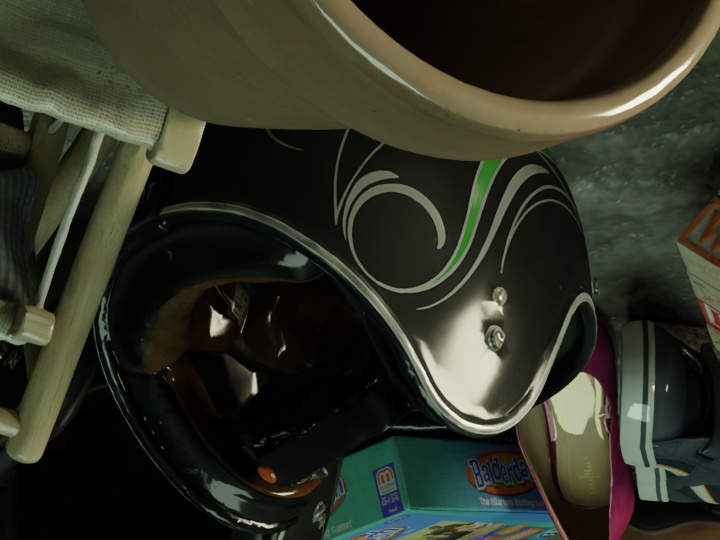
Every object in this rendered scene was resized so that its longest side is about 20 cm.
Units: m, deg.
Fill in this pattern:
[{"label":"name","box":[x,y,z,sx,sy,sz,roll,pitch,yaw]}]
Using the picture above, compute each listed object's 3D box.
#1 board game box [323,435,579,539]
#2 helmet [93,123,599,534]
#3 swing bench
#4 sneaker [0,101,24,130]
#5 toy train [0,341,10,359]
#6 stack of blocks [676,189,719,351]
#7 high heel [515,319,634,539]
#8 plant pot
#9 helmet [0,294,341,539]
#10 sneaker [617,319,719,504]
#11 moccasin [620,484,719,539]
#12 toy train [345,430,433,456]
[{"label":"board game box","box":[0.031,0.145,1.144,0.152,0.045,0.200,-26,158,35]},{"label":"helmet","box":[0.000,0.000,0.807,0.200,0.191,0.200,14,124,21]},{"label":"swing bench","box":[-0.174,-0.064,0.696,0.199,0.130,0.200,17,118,-26]},{"label":"sneaker","box":[-0.239,-0.089,0.807,0.200,0.074,0.088,26,164,-29]},{"label":"toy train","box":[-0.152,0.081,1.081,0.116,0.085,0.200,-9,146,-13]},{"label":"stack of blocks","box":[0.246,0.041,0.876,0.200,0.059,0.115,36,168,32]},{"label":"high heel","box":[0.112,0.089,1.050,0.067,0.096,0.200,-11,148,20]},{"label":"plant pot","box":[-0.006,-0.122,0.615,0.200,0.200,0.175,21,160,-30]},{"label":"helmet","box":[-0.106,0.103,0.951,0.200,0.200,0.191,15,122,-22]},{"label":"sneaker","box":[0.182,0.077,1.047,0.079,0.079,0.200,0,162,14]},{"label":"moccasin","box":[0.211,0.165,1.158,0.201,0.074,0.078,-17,103,43]},{"label":"toy train","box":[-0.016,0.104,1.133,0.034,0.046,0.200,22,144,-32]}]
